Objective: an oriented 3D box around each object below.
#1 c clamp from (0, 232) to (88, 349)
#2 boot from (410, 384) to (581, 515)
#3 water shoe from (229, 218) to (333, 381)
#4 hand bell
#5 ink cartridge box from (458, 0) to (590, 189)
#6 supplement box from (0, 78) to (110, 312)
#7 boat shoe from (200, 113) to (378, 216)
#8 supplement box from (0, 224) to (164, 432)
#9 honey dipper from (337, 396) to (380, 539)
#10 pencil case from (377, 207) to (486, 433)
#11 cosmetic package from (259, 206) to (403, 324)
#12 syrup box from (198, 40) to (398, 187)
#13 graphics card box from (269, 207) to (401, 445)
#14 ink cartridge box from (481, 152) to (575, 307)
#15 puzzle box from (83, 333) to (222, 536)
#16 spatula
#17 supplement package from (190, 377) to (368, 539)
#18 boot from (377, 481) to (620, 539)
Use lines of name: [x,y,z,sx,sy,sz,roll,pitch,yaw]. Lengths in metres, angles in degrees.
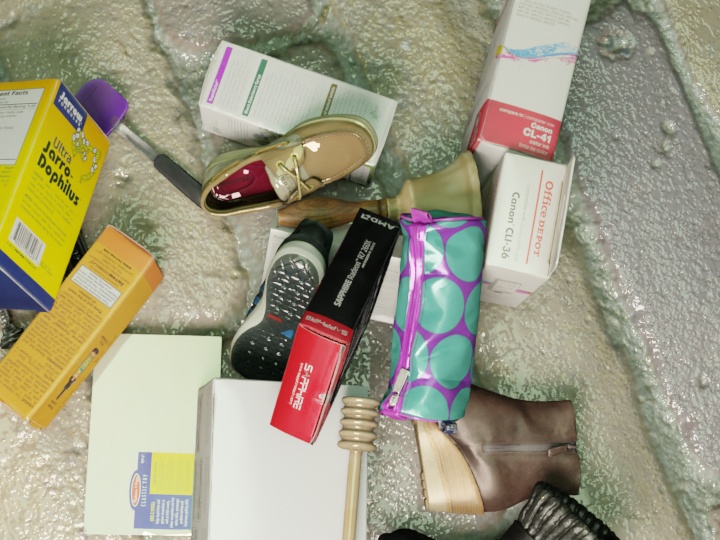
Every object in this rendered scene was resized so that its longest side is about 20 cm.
c clamp: [-0.363,0.001,1.172,0.169,0.027,0.202,-30,80,-15]
boot: [0.134,0.143,1.156,0.163,0.072,0.204,-8,88,-4]
water shoe: [-0.070,0.036,1.123,0.071,0.201,0.079,28,43,-2]
hand bell: [0.015,-0.062,1.132,0.196,0.104,0.106,-4,78,-6]
ink cartridge box: [0.170,-0.194,1.193,0.084,0.148,0.203,18,78,-1]
supplement box: [-0.342,-0.074,1.106,0.107,0.110,0.203,2,61,21]
boat shoe: [-0.075,-0.097,1.141,0.197,0.067,0.075,-18,120,24]
supplement box: [-0.281,0.057,1.118,0.068,0.067,0.201,32,75,9]
honey dipper: [-0.008,0.218,1.033,0.037,0.038,0.204,5,78,-3]
pencil case: [0.067,0.045,1.064,0.084,0.092,0.204,9,96,40]
cosmetic package: [0.000,0.000,1.168,0.197,0.084,0.051,13,34,-2]
syrup box: [-0.068,-0.165,1.201,0.197,0.079,0.083,20,76,0]
graphics card box: [-0.020,0.047,1.046,0.050,0.127,0.201,21,38,5]
ink cartridge box: [0.155,-0.042,1.131,0.066,0.200,0.118,11,77,-2]
puzzle box: [-0.209,0.166,1.146,0.131,0.025,0.204,3,78,-5]
spatula: [-0.230,-0.130,1.209,0.199,0.021,0.057,39,90,2]
supplement package: [-0.079,0.213,1.090,0.153,0.111,0.204,4,78,-16]
boot: [0.132,0.268,1.098,0.209,0.080,0.159,29,106,-7]
